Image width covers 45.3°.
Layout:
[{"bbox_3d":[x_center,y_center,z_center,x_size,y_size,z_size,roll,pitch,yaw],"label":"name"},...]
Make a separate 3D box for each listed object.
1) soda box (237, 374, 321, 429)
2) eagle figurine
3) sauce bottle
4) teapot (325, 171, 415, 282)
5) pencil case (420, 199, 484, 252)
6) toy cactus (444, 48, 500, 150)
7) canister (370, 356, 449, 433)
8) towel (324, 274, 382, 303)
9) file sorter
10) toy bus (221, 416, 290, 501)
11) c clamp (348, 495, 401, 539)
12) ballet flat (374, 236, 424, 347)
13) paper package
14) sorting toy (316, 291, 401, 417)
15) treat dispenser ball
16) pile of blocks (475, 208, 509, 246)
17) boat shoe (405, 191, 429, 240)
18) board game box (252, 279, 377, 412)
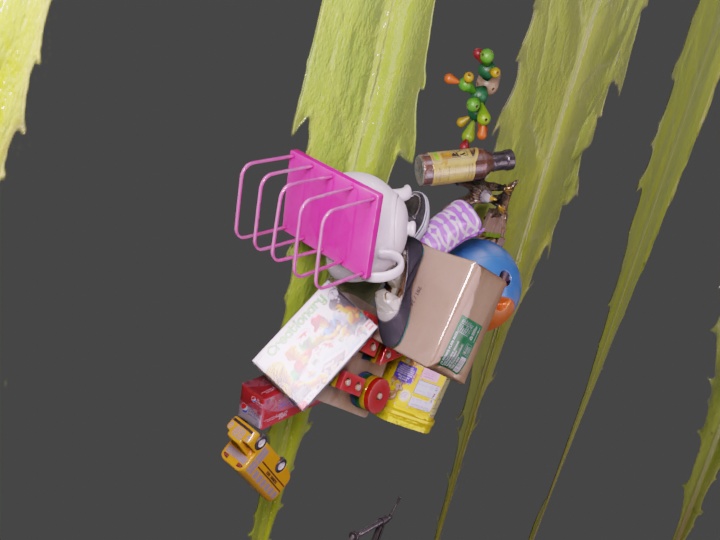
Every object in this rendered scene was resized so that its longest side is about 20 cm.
[{"bbox_3d":[-0.131,0.222,1.596,0.199,0.063,0.071,-18,128,-48],"label":"soda box"},{"bbox_3d":[0.230,-0.161,1.798,0.196,0.151,0.155,4,70,-21],"label":"eagle figurine"},{"bbox_3d":[0.204,-0.205,1.678,0.196,0.065,0.066,-9,125,-16],"label":"sauce bottle"},{"bbox_3d":[0.022,-0.070,1.461,0.197,0.143,0.204,53,42,-79],"label":"teapot"},{"bbox_3d":[0.145,-0.054,1.673,0.199,0.086,0.084,-39,167,-19],"label":"pencil case"},{"bbox_3d":[0.229,-0.349,1.689,0.166,0.101,0.203,-54,149,-48],"label":"toy cactus"},{"bbox_3d":[0.116,0.213,1.765,0.147,0.086,0.203,21,96,-24],"label":"canister"},{"bbox_3d":[0.000,0.000,1.647,0.202,0.036,0.148,-60,147,-3],"label":"towel"},{"bbox_3d":[-0.085,-0.078,1.323,0.124,0.199,0.141,-19,128,-43],"label":"file sorter"},{"bbox_3d":[-0.195,0.349,1.597,0.079,0.065,0.201,-49,146,-17],"label":"toy bus"},{"bbox_3d":[0.014,0.661,2.158,0.199,0.027,0.173,-16,130,-51],"label":"c clamp"},{"bbox_3d":[0.058,0.031,1.521,0.073,0.072,0.203,38,64,-57],"label":"ballet flat"},{"bbox_3d":[0.140,0.070,1.540,0.103,0.190,0.203,27,88,-34],"label":"paper package"},{"bbox_3d":[0.008,0.171,1.642,0.198,0.069,0.203,31,77,-52],"label":"sorting toy"},{"bbox_3d":[0.248,0.033,1.866,0.200,0.199,0.204,-33,138,-37],"label":"treat dispenser ball"},{"bbox_3d":[0.289,-0.060,1.996,0.081,0.062,0.203,-19,127,-22],"label":"pile of blocks"},{"bbox_3d":[0.073,-0.077,1.598,0.202,0.071,0.071,-64,148,-28],"label":"boat shoe"},{"bbox_3d":[-0.079,0.133,1.531,0.200,0.126,0.035,-47,171,-13],"label":"board game box"}]
